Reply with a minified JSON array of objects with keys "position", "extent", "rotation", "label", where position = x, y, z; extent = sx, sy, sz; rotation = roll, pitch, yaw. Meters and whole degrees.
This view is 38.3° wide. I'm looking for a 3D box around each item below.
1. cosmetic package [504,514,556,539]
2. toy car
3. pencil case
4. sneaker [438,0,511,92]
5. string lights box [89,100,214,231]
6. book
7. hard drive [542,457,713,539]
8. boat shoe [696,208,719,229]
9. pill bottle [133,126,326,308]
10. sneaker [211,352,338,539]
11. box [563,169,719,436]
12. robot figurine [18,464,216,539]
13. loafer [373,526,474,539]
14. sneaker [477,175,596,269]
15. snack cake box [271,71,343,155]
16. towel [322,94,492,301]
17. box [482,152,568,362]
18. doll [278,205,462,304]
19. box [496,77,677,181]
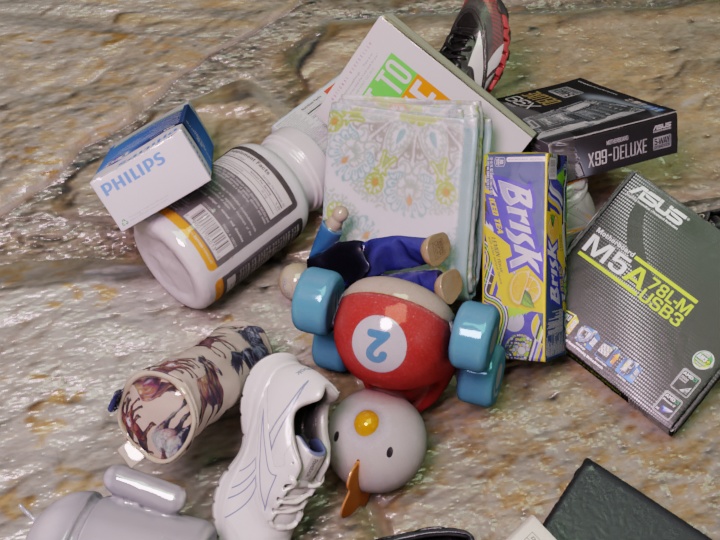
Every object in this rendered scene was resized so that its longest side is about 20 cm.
[{"position":[0.103,0.310,0.844],"extent":[0.200,0.073,0.104],"rotation":[-38,66,-15],"label":"cosmetic package"},{"position":[0.019,0.125,0.943],"extent":[0.183,0.177,0.201],"rotation":[11,66,16],"label":"toy car"},{"position":[-0.143,0.104,0.926],"extent":[0.078,0.089,0.200],"rotation":[54,20,1],"label":"pencil case"},{"position":[0.107,-0.217,1.142],"extent":[0.071,0.098,0.202],"rotation":[18,94,42],"label":"sneaker"},{"position":[-0.208,-0.113,1.062],"extent":[0.102,0.059,0.200],"rotation":[-29,18,3],"label":"string lights box"},{"position":[0.066,-0.154,1.094],"extent":[0.200,0.134,0.048],"rotation":[39,23,3],"label":"book"},{"position":[0.252,0.277,0.926],"extent":[0.199,0.033,0.140],"rotation":[33,59,17],"label":"hard drive"},{"position":[0.385,-0.040,1.147],"extent":[0.198,0.057,0.069],"rotation":[-10,56,-12],"label":"boat shoe"},{"position":[-0.127,-0.060,1.082],"extent":[0.116,0.117,0.200],"rotation":[38,60,21],"label":"pill bottle"},{"position":[-0.071,0.175,0.892],"extent":[0.074,0.202,0.087],"rotation":[5,5,-42],"label":"sneaker"},{"position":[0.297,0.030,1.053],"extent":[0.200,0.048,0.193],"rotation":[40,89,21],"label":"box"},{"position":[-0.194,0.249,0.858],"extent":[0.198,0.113,0.171],"rotation":[12,88,5],"label":"robot figurine"},{"position":[0.006,0.264,0.891],"extent":[0.199,0.071,0.068],"rotation":[-15,57,-15],"label":"loafer"},{"position":[0.171,-0.023,1.110],"extent":[0.199,0.092,0.076],"rotation":[-29,16,-2],"label":"sneaker"},{"position":[0.005,-0.168,1.199],"extent":[0.115,0.067,0.200],"rotation":[37,60,21],"label":"snack cake box"},{"position":[0.044,-0.077,1.058],"extent":[0.170,0.202,0.048],"rotation":[9,12,26],"label":"towel"},{"position":[0.162,-0.015,1.022],"extent":[0.070,0.064,0.202],"rotation":[2,94,29],"label":"box"},{"position":[0.000,0.000,1.038],"extent":[0.199,0.137,0.048],"rotation":[-8,21,36],"label":"doll"},{"position":[0.232,-0.160,1.166],"extent":[0.157,0.050,0.200],"rotation":[-15,24,-14],"label":"box"}]
